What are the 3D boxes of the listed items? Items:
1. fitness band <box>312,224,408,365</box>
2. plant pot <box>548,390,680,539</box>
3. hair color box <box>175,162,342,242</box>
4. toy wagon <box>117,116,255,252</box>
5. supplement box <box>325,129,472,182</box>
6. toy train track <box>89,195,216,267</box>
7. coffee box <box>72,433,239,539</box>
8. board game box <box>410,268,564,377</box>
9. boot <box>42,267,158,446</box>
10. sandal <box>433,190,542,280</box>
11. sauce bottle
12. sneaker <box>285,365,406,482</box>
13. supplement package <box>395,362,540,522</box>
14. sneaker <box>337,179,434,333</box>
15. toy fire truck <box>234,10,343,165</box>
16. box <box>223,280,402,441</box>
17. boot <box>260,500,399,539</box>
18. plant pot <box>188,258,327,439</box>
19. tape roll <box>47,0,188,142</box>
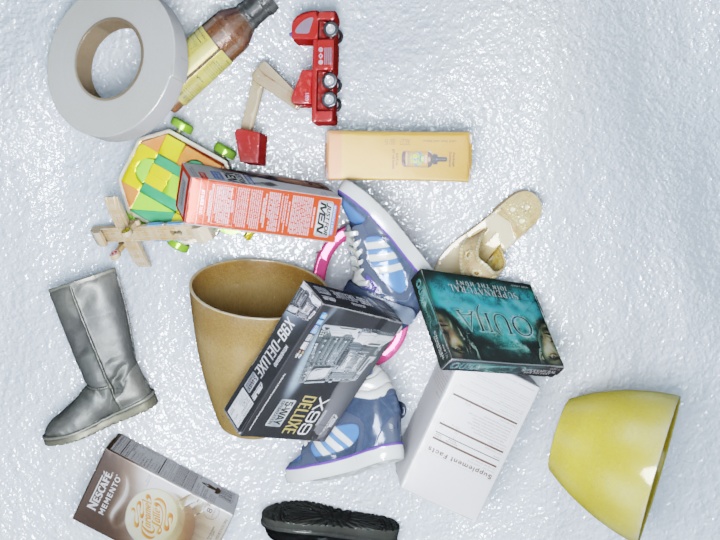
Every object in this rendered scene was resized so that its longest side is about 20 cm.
[{"bbox_3d":[0.001,0.034,1.305,0.140,0.037,0.205,4,98,-1],"label":"fitness band"},{"bbox_3d":[0.336,0.246,1.274,0.139,0.199,0.205,16,97,22],"label":"plant pot"},{"bbox_3d":[-0.134,-0.089,1.223,0.196,0.111,0.065,8,103,-20],"label":"hair color box"},{"bbox_3d":[-0.227,-0.105,1.284,0.197,0.040,0.157,29,96,-4],"label":"toy wagon"},{"bbox_3d":[0.050,-0.155,1.269,0.195,0.069,0.068,1,97,1],"label":"supplement box"},{"bbox_3d":[-0.282,-0.044,1.249,0.196,0.033,0.116,-1,127,26],"label":"toy train track"},{"bbox_3d":[-0.283,0.331,1.316,0.197,0.080,0.116,27,96,-4],"label":"coffee box"},{"bbox_3d":[0.167,0.070,1.227,0.197,0.137,0.028,7,141,-34],"label":"board game box"},{"bbox_3d":[-0.385,0.119,1.294,0.179,0.072,0.204,-24,104,-12],"label":"boot"},{"bbox_3d":[0.169,-0.024,1.283,0.077,0.070,0.212,42,95,-5],"label":"sandal"},{"bbox_3d":[-0.193,-0.297,1.250,0.199,0.066,0.066,-39,96,3],"label":"sauce bottle"},{"bbox_3d":[-0.030,0.205,1.297,0.197,0.080,0.150,-21,71,33],"label":"sneaker"},{"bbox_3d":[0.140,0.211,1.285,0.118,0.121,0.203,24,97,-6],"label":"supplement package"},{"bbox_3d":[0.000,0.000,1.243,0.146,0.081,0.201,-43,104,-3],"label":"sneaker"},{"bbox_3d":[-0.096,-0.244,1.261,0.138,0.049,0.205,1,92,8],"label":"toy fire truck"},{"bbox_3d":[-0.058,0.119,1.172,0.050,0.156,0.202,45,109,38],"label":"box"},{"bbox_3d":[-0.049,0.423,1.330,0.206,0.079,0.162,11,97,-2],"label":"boot"},{"bbox_3d":[-0.140,0.113,1.258,0.182,0.187,0.204,6,113,-1],"label":"plant pot"},{"bbox_3d":[-0.318,-0.270,1.227,0.198,0.037,0.208,-2,84,20],"label":"tape roll"}]
